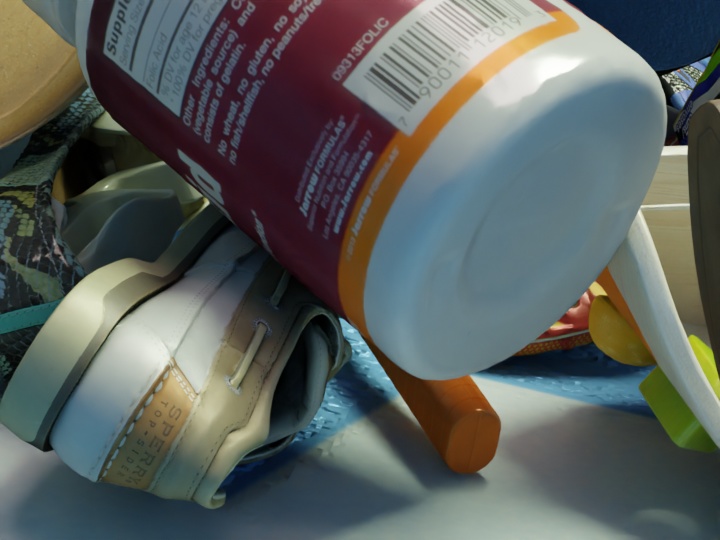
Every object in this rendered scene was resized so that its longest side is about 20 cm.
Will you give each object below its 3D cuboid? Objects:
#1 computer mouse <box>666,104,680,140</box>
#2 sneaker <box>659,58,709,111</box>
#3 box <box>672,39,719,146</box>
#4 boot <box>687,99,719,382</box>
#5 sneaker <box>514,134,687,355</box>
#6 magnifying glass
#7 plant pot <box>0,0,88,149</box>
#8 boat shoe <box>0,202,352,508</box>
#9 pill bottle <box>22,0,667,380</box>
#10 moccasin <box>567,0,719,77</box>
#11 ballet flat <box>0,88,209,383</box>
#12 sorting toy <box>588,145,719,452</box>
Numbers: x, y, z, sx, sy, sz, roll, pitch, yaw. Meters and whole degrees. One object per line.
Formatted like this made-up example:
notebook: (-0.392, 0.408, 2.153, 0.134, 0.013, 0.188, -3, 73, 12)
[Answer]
computer mouse: (0.082, -0.045, 1.017, 0.199, 0.053, 0.138, 0, 22, -27)
sneaker: (0.078, -0.092, 1.116, 0.199, 0.076, 0.079, 8, 23, -3)
box: (0.175, -0.084, 0.826, 0.070, 0.200, 0.065, -5, 60, -18)
boot: (0.183, 0.037, 0.686, 0.145, 0.201, 0.070, -11, -6, -10)
sneaker: (0.096, -0.006, 0.919, 0.199, 0.077, 0.073, -20, 69, -33)
magnifying glass: (0.000, 0.000, 0.842, 0.022, 0.080, 0.200, -4, 35, -21)
plant pot: (-0.168, -0.120, 0.838, 0.199, 0.201, 0.028, 9, -19, -3)
boat shoe: (-0.042, 0.026, 0.753, 0.068, 0.075, 0.200, 33, 22, 7)
pill bottle: (-0.015, -0.068, 0.739, 0.200, 0.115, 0.114, 41, 33, 29)
moccasin: (0.099, -0.110, 0.932, 0.199, 0.081, 0.068, -18, 7, 43)
ballet flat: (-0.086, -0.019, 0.830, 0.074, 0.075, 0.200, 12, 28, 5)
sorting toy: (0.172, 0.043, 0.776, 0.199, 0.107, 0.180, -2, 42, -21)
